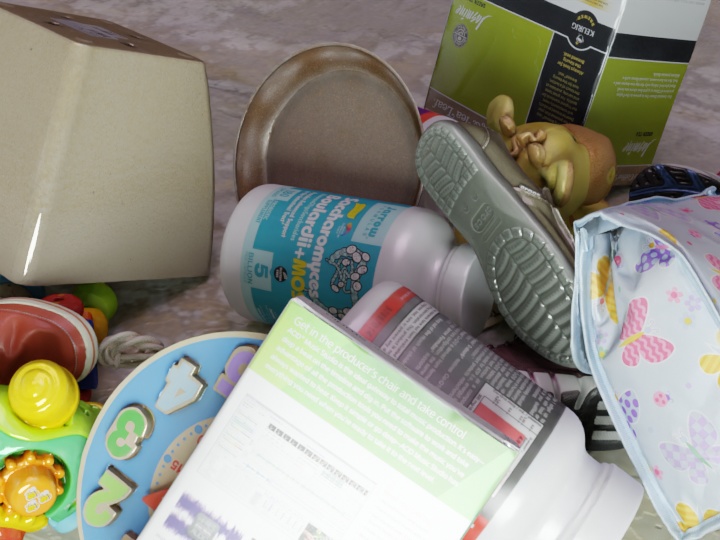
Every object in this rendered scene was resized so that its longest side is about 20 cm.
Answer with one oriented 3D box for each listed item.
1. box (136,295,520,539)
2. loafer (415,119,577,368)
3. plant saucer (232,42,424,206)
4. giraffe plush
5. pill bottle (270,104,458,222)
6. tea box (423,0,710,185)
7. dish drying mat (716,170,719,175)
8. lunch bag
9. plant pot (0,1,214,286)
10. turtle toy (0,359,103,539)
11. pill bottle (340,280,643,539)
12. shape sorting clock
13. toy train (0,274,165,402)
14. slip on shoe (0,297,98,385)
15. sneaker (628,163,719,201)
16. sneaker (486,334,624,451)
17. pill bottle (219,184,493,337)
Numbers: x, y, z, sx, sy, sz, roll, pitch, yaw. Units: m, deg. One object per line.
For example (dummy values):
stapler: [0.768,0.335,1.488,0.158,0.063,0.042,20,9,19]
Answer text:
box: [-0.028,0.135,0.593,0.144,0.201,0.036,34,5,4]
loafer: [0.118,-0.027,0.777,0.069,0.075,0.201,-20,73,-39]
plant saucer: [-0.024,-0.091,0.952,0.199,0.202,0.032,23,14,30]
giraffe plush: [0.145,-0.053,0.898,0.172,0.163,0.200,26,43,32]
pill bottle: [-0.004,-0.110,1.025,0.199,0.113,0.112,25,42,30]
tea box: [0.191,-0.207,1.064,0.133,0.198,0.200,-5,31,-41]
dish drying mat: [0.343,-0.058,1.028,0.076,0.018,0.200,26,43,30]
lunch bag: [0.228,0.046,0.708,0.169,0.127,0.201,-9,69,-44]
plant pot: [-0.234,-0.111,0.917,0.199,0.178,0.199,27,18,33]
turtle toy: [-0.246,0.119,0.705,0.198,0.146,0.102,2,70,4]
pill bottle: [0.062,0.107,0.675,0.199,0.116,0.116,36,45,10]
shape sorting clock: [-0.072,0.135,0.635,0.198,0.202,0.039,11,4,16]
toy train: [-0.210,0.045,0.850,0.198,0.085,0.116,2,22,3]
slip on shoe: [-0.279,0.061,0.767,0.198,0.075,0.061,-1,20,3]
sneaker: [0.325,-0.041,0.927,0.199,0.076,0.077,26,16,17]
sneaker: [0.102,0.077,0.810,0.198,0.076,0.116,5,28,-8]
pill bottle: [0.000,0.000,0.857,0.199,0.112,0.111,10,36,26]
